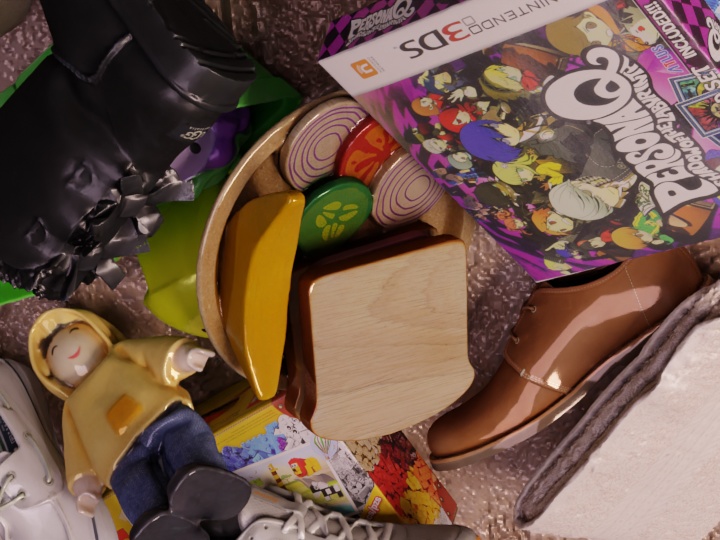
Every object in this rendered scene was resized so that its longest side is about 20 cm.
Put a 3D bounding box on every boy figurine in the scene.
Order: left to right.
[{"bbox_3d":[-0.138,0.085,0.881,0.124,0.200,0.064,-48,138,7],"label":"boy figurine"}]

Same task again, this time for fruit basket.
[{"bbox_3d":[-0.117,-0.030,0.839,0.215,0.155,0.217,5,101,24],"label":"fruit basket"}]

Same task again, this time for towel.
[{"bbox_3d":[0.192,0.093,0.834,0.132,0.035,0.200,17,123,-29],"label":"towel"}]

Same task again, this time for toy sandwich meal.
[{"bbox_3d":[0.000,0.000,0.800,0.070,0.204,0.206,38,129,46],"label":"toy sandwich meal"}]

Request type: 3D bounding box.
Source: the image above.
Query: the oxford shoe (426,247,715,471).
[{"bbox_3d":[0.110,0.045,0.851,0.200,0.071,0.071,-38,95,15],"label":"oxford shoe"}]

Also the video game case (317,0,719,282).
[{"bbox_3d":[0.108,-0.079,0.731,0.181,0.036,0.200,-14,135,40],"label":"video game case"}]

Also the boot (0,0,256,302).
[{"bbox_3d":[-0.151,-0.097,0.733,0.163,0.073,0.199,-46,66,24],"label":"boot"}]

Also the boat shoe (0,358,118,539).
[{"bbox_3d":[-0.218,0.137,0.913,0.074,0.067,0.200,-47,56,15],"label":"boat shoe"}]

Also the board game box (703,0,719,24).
[{"bbox_3d":[0.151,-0.138,0.710,0.199,0.056,0.196,11,145,10],"label":"board game box"}]

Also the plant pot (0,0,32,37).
[{"bbox_3d":[-0.247,-0.187,0.785,0.134,0.200,0.201,3,120,-25],"label":"plant pot"}]

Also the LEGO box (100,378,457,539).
[{"bbox_3d":[-0.062,0.155,0.935,0.200,0.077,0.149,-31,103,25],"label":"LEGO box"}]

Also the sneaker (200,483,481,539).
[{"bbox_3d":[-0.029,0.165,0.849,0.199,0.076,0.092,-13,106,18],"label":"sneaker"}]
